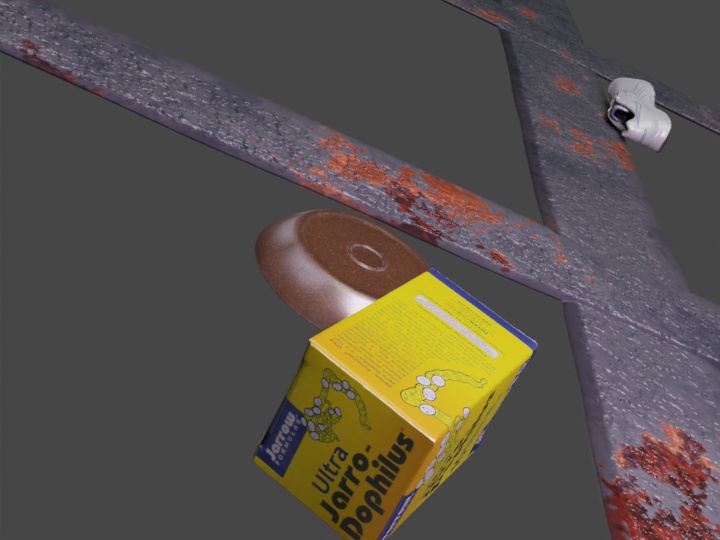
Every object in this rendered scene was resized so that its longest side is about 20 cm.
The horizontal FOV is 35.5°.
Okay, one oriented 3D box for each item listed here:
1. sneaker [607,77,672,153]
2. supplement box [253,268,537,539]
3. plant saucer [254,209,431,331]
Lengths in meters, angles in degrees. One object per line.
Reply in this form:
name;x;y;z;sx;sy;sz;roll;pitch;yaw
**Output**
sneaker;0.455;-0.275;1.896;0.086;0.075;0.201;13;30;-17
supplement box;0.031;0.094;0.819;0.109;0.110;0.199;35;28;16
plant saucer;0.000;0.000;1.035;0.197;0.037;0.202;22;28;-13
